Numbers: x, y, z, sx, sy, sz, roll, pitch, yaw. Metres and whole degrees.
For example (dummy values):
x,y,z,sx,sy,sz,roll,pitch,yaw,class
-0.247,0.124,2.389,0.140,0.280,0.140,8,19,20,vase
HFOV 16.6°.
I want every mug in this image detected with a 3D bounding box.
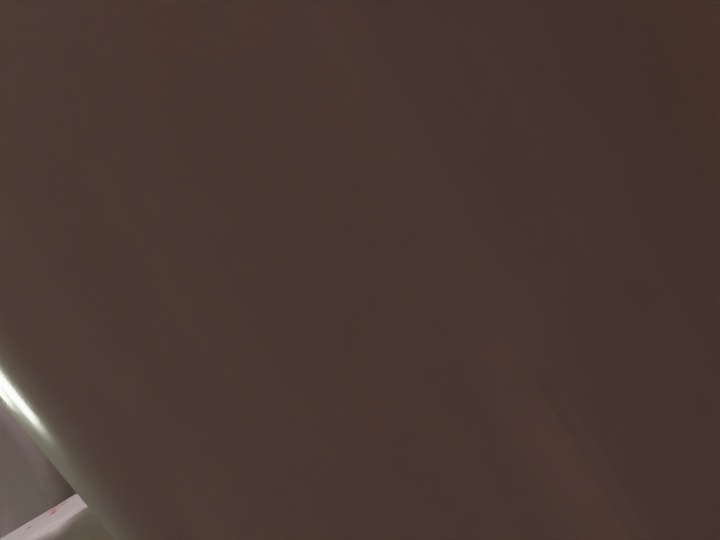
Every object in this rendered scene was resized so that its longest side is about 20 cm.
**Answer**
x,y,z,sx,sy,sz,roll,pitch,yaw,class
0.031,-0.005,0.383,0.186,0.153,0.149,-31,-2,-17,mug

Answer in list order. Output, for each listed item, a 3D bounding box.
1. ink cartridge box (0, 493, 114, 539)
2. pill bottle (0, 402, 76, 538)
x,y,z,sx,sy,sz,roll,pitch,yaw,class
-0.117,0.132,0.614,0.200,0.085,0.145,-33,-1,-3,ink cartridge box
-0.086,0.073,0.867,0.114,0.114,0.200,-32,-10,30,pill bottle
